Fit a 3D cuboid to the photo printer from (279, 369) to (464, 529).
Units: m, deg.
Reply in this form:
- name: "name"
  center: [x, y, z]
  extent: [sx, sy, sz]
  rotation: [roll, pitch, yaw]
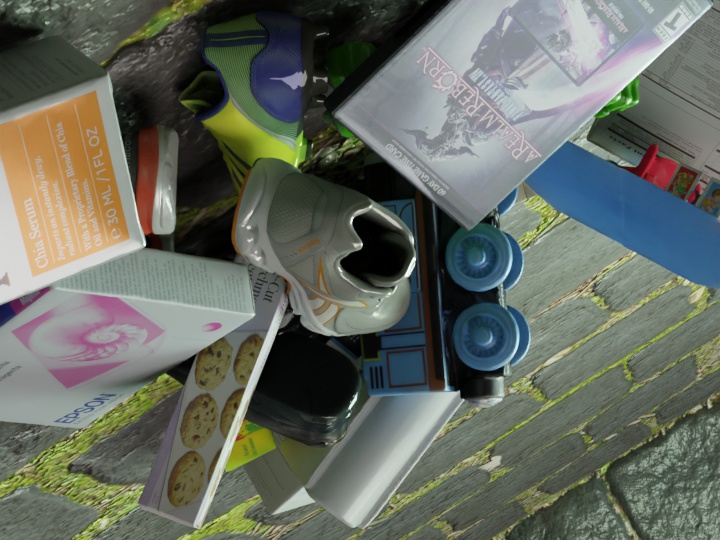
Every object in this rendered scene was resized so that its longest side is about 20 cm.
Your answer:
- name: "photo printer"
  center: [0.026, 0.088, 1.249]
  extent: [0.200, 0.069, 0.166]
  rotation: [-52, -169, -1]

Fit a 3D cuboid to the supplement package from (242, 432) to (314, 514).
- name: "supplement package"
  center: [-0.012, 0.105, 1.445]
  extent: [0.200, 0.121, 0.120]
  rotation: [-43, 159, 32]

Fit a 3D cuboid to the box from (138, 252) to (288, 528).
- name: "box"
  center: [-0.084, 0.062, 1.029]
  extent: [0.039, 0.041, 0.201]
  rotation: [87, 24, -78]

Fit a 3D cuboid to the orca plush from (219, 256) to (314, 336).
- name: "orca plush"
  center: [-0.063, 0.033, 1.209]
  extent: [0.200, 0.105, 0.071]
  rotation: [-96, -162, -83]

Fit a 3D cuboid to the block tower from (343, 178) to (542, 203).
- name: "block tower"
  center: [0.046, -0.053, 1.213]
  extent: [0.199, 0.054, 0.058]
  rotation: [-23, -165, -24]

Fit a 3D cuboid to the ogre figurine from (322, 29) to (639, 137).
- name: "ogre figurine"
  center: [0.058, -0.109, 1.024]
  extent: [0.199, 0.098, 0.120]
  rotation: [-20, 177, -27]

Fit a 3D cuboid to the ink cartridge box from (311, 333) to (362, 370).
- name: "ink cartridge box"
  center: [0.015, 0.006, 1.279]
  extent: [0.099, 0.039, 0.200]
  rotation: [-46, -169, 35]

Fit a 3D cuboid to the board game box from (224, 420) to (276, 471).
- name: "board game box"
  center: [-0.113, 0.076, 1.241]
  extent: [0.047, 0.102, 0.200]
  rotation: [-25, 161, -7]

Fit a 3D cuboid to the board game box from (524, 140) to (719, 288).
- name: "board game box"
  center: [0.193, -0.057, 1.146]
  extent: [0.039, 0.200, 0.158]
  rotation: [-57, 163, -10]

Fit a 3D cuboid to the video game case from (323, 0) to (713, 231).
- name: "video game case"
  center: [0.093, -0.125, 0.936]
  extent: [0.200, 0.019, 0.143]
  rotation: [-44, 134, 10]

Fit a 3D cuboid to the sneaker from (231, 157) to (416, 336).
- name: "sneaker"
  center: [0.000, 0.000, 1.000]
  extent: [0.200, 0.092, 0.076]
  rotation: [39, 68, -61]

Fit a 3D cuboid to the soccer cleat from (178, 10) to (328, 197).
- name: "soccer cleat"
  center: [-0.068, -0.095, 0.979]
  extent: [0.083, 0.065, 0.200]
  rotation: [3, 158, -8]

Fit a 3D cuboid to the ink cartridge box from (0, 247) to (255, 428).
- name: "ink cartridge box"
  center: [-0.199, 0.039, 0.975]
  extent: [0.199, 0.043, 0.196]
  rotation: [8, 151, -42]

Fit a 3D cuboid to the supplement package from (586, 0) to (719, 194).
- name: "supplement package"
  center: [0.274, -0.157, 1.109]
  extent: [0.152, 0.150, 0.200]
  rotation: [-60, 176, -30]

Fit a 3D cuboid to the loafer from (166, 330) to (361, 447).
- name: "loafer"
  center: [-0.095, 0.062, 1.097]
  extent: [0.073, 0.200, 0.072]
  rotation: [-51, 163, -32]

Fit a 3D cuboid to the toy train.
- name: "toy train"
  center: [0.053, -0.004, 1.129]
  extent: [0.114, 0.201, 0.087]
  rotation: [-5, 176, 13]

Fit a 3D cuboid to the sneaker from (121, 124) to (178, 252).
- name: "sneaker"
  center: [-0.153, -0.034, 0.991]
  extent: [0.082, 0.077, 0.200]
  rotation: [1, 156, -7]

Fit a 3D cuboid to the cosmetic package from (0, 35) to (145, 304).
- name: "cosmetic package"
  center: [-0.215, -0.031, 0.796]
  extent: [0.199, 0.071, 0.102]
  rotation: [-24, 124, -22]
